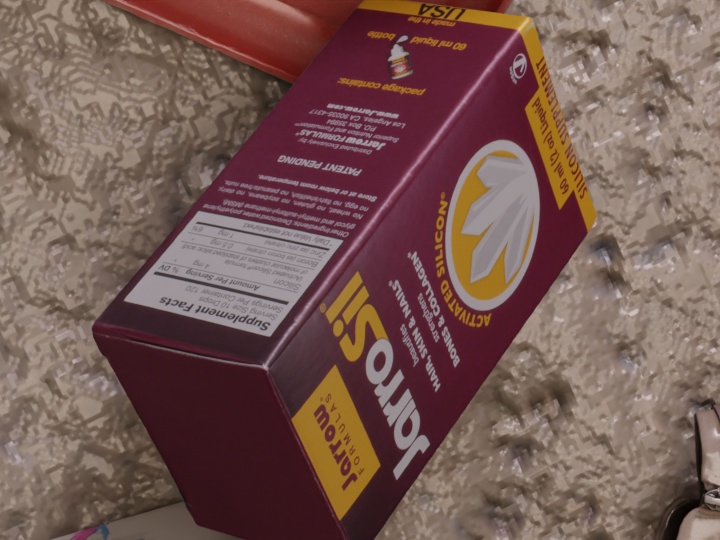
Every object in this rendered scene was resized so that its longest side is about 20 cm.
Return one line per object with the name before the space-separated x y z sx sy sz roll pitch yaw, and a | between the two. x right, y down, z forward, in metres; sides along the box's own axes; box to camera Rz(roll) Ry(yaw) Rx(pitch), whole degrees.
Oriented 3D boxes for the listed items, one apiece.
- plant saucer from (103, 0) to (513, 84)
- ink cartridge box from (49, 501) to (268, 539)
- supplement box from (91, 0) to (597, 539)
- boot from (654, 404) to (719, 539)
plant saucer | -0.019 -0.167 1.034 0.199 0.037 0.200 23 131 -12
ink cartridge box | -0.088 0.175 1.058 0.199 0.125 0.129 -15 99 -9
supplement box | 0.000 0.000 1.015 0.200 0.085 0.111 -53 137 -32
boot | 0.196 0.153 1.146 0.145 0.070 0.201 8 93 -5
